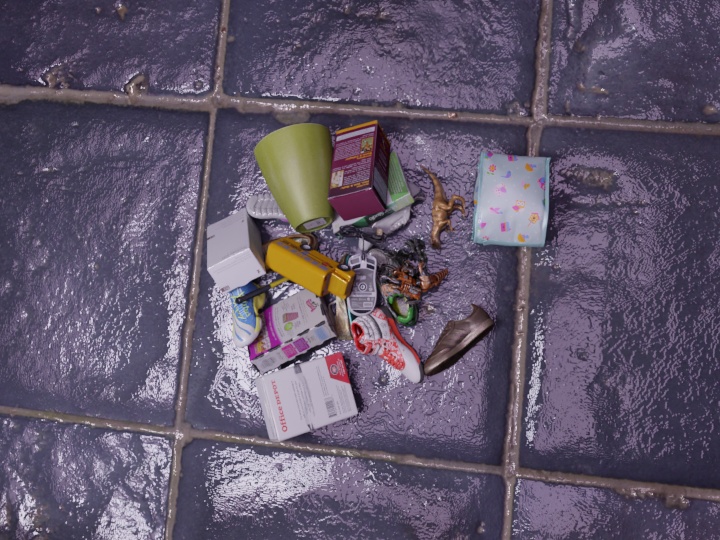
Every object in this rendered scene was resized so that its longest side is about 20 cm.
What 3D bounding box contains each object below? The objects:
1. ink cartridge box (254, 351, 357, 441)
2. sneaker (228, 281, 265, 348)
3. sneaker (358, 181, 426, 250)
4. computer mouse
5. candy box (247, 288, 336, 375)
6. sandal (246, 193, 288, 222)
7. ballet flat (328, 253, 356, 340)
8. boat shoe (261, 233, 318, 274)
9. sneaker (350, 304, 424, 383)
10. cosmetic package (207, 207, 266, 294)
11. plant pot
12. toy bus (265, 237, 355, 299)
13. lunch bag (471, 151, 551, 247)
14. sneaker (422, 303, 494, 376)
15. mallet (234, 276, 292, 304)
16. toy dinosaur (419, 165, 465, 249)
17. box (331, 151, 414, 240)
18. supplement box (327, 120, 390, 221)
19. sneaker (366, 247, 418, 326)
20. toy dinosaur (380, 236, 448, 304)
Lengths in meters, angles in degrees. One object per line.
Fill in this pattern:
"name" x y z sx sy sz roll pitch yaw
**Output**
"ink cartridge box" -0.124 0.283 1.537 0.197 0.084 0.147 -13 83 -25
"sneaker" -0.275 0.083 1.553 0.075 0.201 0.106 -28 119 15
"sneaker" 0.070 -0.121 1.600 0.080 0.076 0.201 37 91 -1
"computer mouse" 0.000 0.000 1.545 0.107 0.044 0.204 2 97 -12
"candy box" -0.165 0.134 1.573 0.198 0.061 0.137 -28 41 5
"sandal" -0.172 -0.145 1.637 0.198 0.050 0.084 8 61 -6
"ballet flat" -0.046 0.063 1.601 0.069 0.071 0.204 -6 85 6
"boat shoe" -0.198 -0.045 1.619 0.197 0.074 0.077 -22 83 4
"sneaker" 0.055 0.184 1.552 0.107 0.067 0.203 -22 75 -36
"cosmetic package" -0.287 -0.048 1.567 0.111 0.201 0.082 -27 122 2
"plant pot" -0.130 -0.197 1.555 0.184 0.187 0.204 -17 76 4
"toy bus" -0.110 -0.002 1.517 0.198 0.078 0.066 28 119 22
"lunch bag" 0.340 -0.152 1.548 0.167 0.122 0.204 5 80 6
"sneaker" 0.212 0.159 1.571 0.199 0.071 0.076 -37 63 -1
"mallet" -0.196 0.033 1.555 0.065 0.199 0.042 -13 101 41
"toy dinosaur" 0.191 -0.154 1.594 0.104 0.060 0.204 -1 85 8
"box" 0.017 -0.172 1.576 0.198 0.036 0.146 -27 50 15
"supplement box" 0.000 -0.225 1.539 0.108 0.086 0.203 -11 54 23
"sneaker" 0.075 0.033 1.577 0.077 0.085 0.202 -32 82 2
"toy dinosaur" 0.118 0.010 1.542 0.101 0.199 0.138 -24 74 28
